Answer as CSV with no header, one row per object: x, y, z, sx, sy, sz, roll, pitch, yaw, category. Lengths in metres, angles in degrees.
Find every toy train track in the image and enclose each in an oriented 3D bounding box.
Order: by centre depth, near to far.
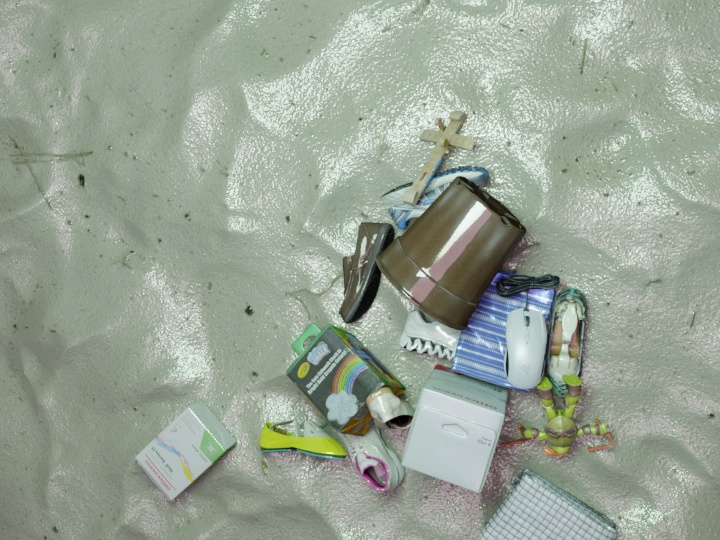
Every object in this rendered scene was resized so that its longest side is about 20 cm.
0.127,-0.205,1.467,0.114,0.033,0.201,18,71,37,toy train track

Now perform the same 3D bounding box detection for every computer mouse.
0.288,0.102,1.442,0.109,0.044,0.201,2,76,3,computer mouse

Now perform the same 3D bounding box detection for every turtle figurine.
0.340,0.266,1.469,0.199,0.064,0.162,-3,114,17,turtle figurine

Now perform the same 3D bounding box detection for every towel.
0.254,0.100,1.475,0.144,0.024,0.201,16,76,6,towel
0.333,0.471,1.503,0.199,0.086,0.166,32,102,7,towel

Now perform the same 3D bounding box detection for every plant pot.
0.163,-0.038,1.418,0.200,0.200,0.199,41,107,6,plant pot

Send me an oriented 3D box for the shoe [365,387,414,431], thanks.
0.058,0.258,1.469,0.070,0.200,0.053,-35,64,1,shoe

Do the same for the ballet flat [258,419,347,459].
-0.111,0.316,1.580,0.199,0.067,0.067,-3,78,34,ballet flat

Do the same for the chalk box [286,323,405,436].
-0.040,0.185,1.521,0.125,0.124,0.200,-47,65,5,chalk box

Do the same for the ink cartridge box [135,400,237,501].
-0.358,0.367,1.656,0.200,0.067,0.117,-44,85,13,ink cartridge box

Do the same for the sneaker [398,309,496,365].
0.171,0.124,1.517,0.199,0.075,0.082,13,89,11,sneaker

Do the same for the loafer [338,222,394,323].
0.000,0.000,1.548,0.071,0.073,0.201,23,95,20,loafer

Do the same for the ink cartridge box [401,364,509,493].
0.169,0.269,1.460,0.145,0.200,0.145,17,98,11,ink cartridge box

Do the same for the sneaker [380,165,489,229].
0.141,-0.130,1.505,0.199,0.077,0.086,-17,101,21,sneaker

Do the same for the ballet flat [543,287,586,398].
0.359,0.131,1.473,0.074,0.074,0.201,3,96,12,ballet flat

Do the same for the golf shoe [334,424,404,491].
0.006,0.326,1.559,0.075,0.091,0.200,-41,84,14,golf shoe
